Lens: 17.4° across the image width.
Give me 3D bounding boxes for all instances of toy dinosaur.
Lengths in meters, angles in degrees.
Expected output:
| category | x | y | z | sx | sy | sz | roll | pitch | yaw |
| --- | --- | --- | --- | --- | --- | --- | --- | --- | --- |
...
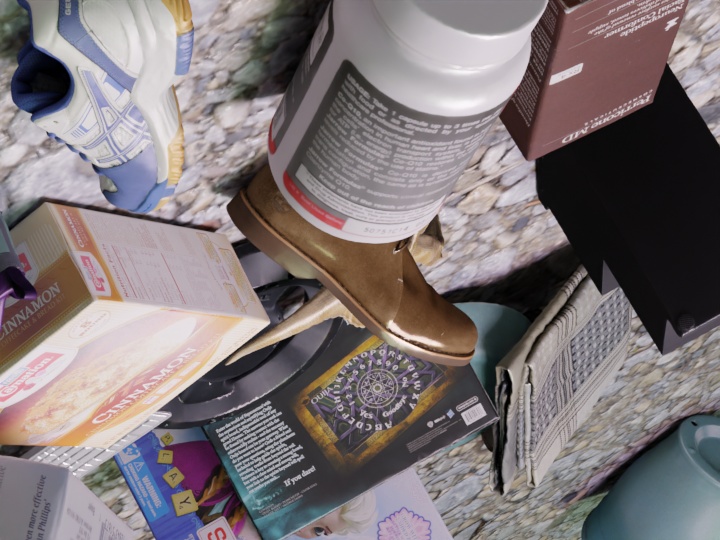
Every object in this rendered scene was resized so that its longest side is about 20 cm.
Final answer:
| category | x | y | z | sx | sy | sz | roll | pitch | yaw |
| --- | --- | --- | --- | --- | --- | --- | --- | --- | --- |
| toy dinosaur | 0.000 | 0.000 | 1.574 | 0.199 | 0.058 | 0.102 | -30 | 137 | -33 |

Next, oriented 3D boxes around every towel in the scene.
| category | x | y | z | sx | sy | sz | roll | pitch | yaw |
| --- | --- | --- | --- | --- | --- | --- | --- | --- | --- |
| towel | 0.174 | 0.078 | 1.953 | 0.200 | 0.034 | 0.193 | -47 | 155 | -29 |

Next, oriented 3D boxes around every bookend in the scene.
| category | x | y | z | sx | sy | sz | roll | pitch | yaw |
| --- | --- | --- | --- | --- | --- | --- | --- | --- | --- |
| bookend | 0.210 | -0.028 | 1.653 | 0.092 | 0.201 | 0.199 | -27 | 160 | -5 |

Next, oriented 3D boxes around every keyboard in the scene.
| category | x | y | z | sx | sy | sz | roll | pitch | yaw |
| --- | --- | --- | --- | --- | --- | --- | --- | --- | --- |
| keyboard | -0.211 | 0.135 | 1.662 | 0.056 | 0.011 | 0.200 | 16 | 145 | -35 |

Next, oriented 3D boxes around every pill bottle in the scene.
| category | x | y | z | sx | sy | sz | roll | pitch | yaw |
| --- | --- | --- | --- | --- | --- | --- | --- | --- | --- |
| pill bottle | 0.027 | -0.112 | 1.307 | 0.113 | 0.114 | 0.200 | -19 | 158 | -29 |

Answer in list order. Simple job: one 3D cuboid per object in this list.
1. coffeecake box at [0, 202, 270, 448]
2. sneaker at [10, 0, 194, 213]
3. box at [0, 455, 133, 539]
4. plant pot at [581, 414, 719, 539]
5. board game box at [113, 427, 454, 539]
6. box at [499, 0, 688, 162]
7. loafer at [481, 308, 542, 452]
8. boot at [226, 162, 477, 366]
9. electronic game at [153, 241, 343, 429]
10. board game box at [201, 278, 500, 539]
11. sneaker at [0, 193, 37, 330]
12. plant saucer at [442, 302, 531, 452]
| category | x | y | z | sx | sy | sz | roll | pitch | yaw |
| --- | --- | --- | --- | --- | --- | --- | --- | --- | --- |
| coffeecake box | -0.175 | 0.039 | 1.452 | 0.153 | 0.073 | 0.200 | -37 | 159 | 21 |
| sneaker | -0.137 | -0.094 | 1.201 | 0.088 | 0.076 | 0.200 | -13 | 150 | -13 |
| box | -0.264 | 0.176 | 1.472 | 0.198 | 0.106 | 0.184 | 9 | 163 | 10 |
| plant pot | 0.383 | 0.276 | 2.708 | 0.199 | 0.200 | 0.189 | -11 | 138 | -44 |
| board game box | -0.057 | 0.177 | 1.775 | 0.199 | 0.201 | 0.041 | -29 | 163 | -4 |
| box | 0.136 | -0.154 | 1.427 | 0.100 | 0.075 | 0.200 | -26 | 162 | -12 |
| loafer | 0.120 | 0.105 | 2.062 | 0.072 | 0.073 | 0.201 | -19 | 149 | -17 |
| boot | 0.013 | -0.009 | 1.497 | 0.200 | 0.074 | 0.076 | 36 | 104 | -27 |
| electronic game | -0.091 | 0.044 | 1.634 | 0.199 | 0.042 | 0.200 | -26 | 152 | -14 |
| board game box | -0.015 | 0.099 | 1.741 | 0.199 | 0.136 | 0.028 | -28 | 178 | -4 |
| sneaker | -0.249 | 0.037 | 1.314 | 0.074 | 0.088 | 0.200 | -11 | 153 | -43 |
| plant saucer | 0.057 | 0.101 | 1.923 | 0.199 | 0.036 | 0.201 | -16 | 147 | -11 |
